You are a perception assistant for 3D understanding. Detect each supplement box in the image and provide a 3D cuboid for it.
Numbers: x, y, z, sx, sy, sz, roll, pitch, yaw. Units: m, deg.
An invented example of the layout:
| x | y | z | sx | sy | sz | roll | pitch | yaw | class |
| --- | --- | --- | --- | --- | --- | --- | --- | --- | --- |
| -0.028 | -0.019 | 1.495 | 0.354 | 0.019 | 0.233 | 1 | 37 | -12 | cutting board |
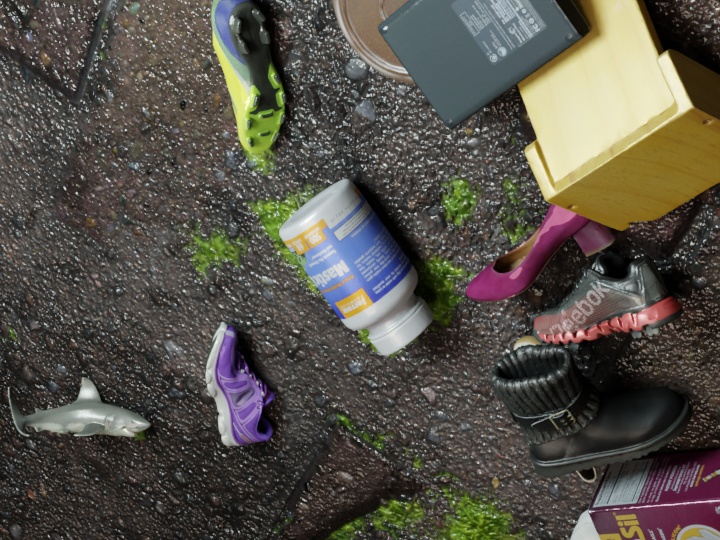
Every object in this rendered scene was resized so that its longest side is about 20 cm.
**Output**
| x | y | z | sx | sy | sz | roll | pitch | yaw | class |
| --- | --- | --- | --- | --- | --- | --- | --- | --- | --- |
| 0.394 | 0.299 | 1.712 | 0.198 | 0.103 | 0.132 | -12 | 115 | 35 | supplement box |

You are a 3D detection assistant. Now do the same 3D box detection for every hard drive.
| x | y | z | sx | sy | sz | roll | pitch | yaw | class |
| --- | --- | --- | --- | --- | --- | --- | --- | --- | --- |
| 0.125 | -0.254 | 1.507 | 0.199 | 0.033 | 0.140 | -32 | 97 | 40 | hard drive |

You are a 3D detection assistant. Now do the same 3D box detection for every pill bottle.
| x | y | z | sx | sy | sz | roll | pitch | yaw | class |
| --- | --- | --- | --- | --- | --- | --- | --- | --- | --- |
| 0.000 | 0.000 | 1.737 | 0.111 | 0.112 | 0.201 | -28 | 103 | 39 | pill bottle |

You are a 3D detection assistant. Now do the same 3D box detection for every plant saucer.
| x | y | z | sx | sy | sz | roll | pitch | yaw | class |
| --- | --- | --- | --- | --- | --- | --- | --- | --- | --- |
| 0.050 | -0.292 | 1.573 | 0.198 | 0.032 | 0.203 | 16 | 126 | 22 | plant saucer |

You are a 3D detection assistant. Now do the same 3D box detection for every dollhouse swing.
| x | y | z | sx | sy | sz | roll | pitch | yaw | class |
| --- | --- | --- | --- | --- | --- | --- | --- | --- | --- |
| 0.284 | -0.179 | 1.510 | 0.180 | 0.178 | 0.199 | 17 | 143 | -37 | dollhouse swing |

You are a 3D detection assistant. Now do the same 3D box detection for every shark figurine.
| x | y | z | sx | sy | sz | roll | pitch | yaw | class |
| --- | --- | --- | --- | --- | --- | --- | --- | --- | --- |
| -0.429 | 0.203 | 2.124 | 0.128 | 0.212 | 0.091 | -9 | 77 | 64 | shark figurine |

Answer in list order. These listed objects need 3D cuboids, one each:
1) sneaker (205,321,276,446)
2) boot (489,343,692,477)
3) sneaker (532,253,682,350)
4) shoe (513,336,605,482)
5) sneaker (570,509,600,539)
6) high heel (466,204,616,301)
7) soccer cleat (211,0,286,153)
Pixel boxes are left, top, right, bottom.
| x | y | z | sx | sy | sz | roll | pitch | yaw | class |
| --- | --- | --- | --- | --- | --- | --- | --- | --- | --- |
| -0.161 | 0.155 | 1.969 | 0.082 | 0.081 | 0.202 | -2 | 127 | 12 | sneaker |
| 0.268 | 0.146 | 1.655 | 0.208 | 0.080 | 0.159 | -20 | 118 | 9 | boot |
| 0.272 | 0.033 | 1.634 | 0.199 | 0.070 | 0.099 | -17 | 94 | 47 | sneaker |
| 0.245 | 0.170 | 1.745 | 0.069 | 0.053 | 0.201 | -22 | 107 | 38 | shoe |
| 0.290 | 0.395 | 1.836 | 0.074 | 0.100 | 0.202 | 23 | 127 | 17 | sneaker |
| 0.188 | -0.037 | 1.634 | 0.198 | 0.068 | 0.096 | -29 | 114 | 24 | high heel |
| -0.137 | -0.237 | 1.708 | 0.083 | 0.064 | 0.202 | 36 | 143 | 45 | soccer cleat |
